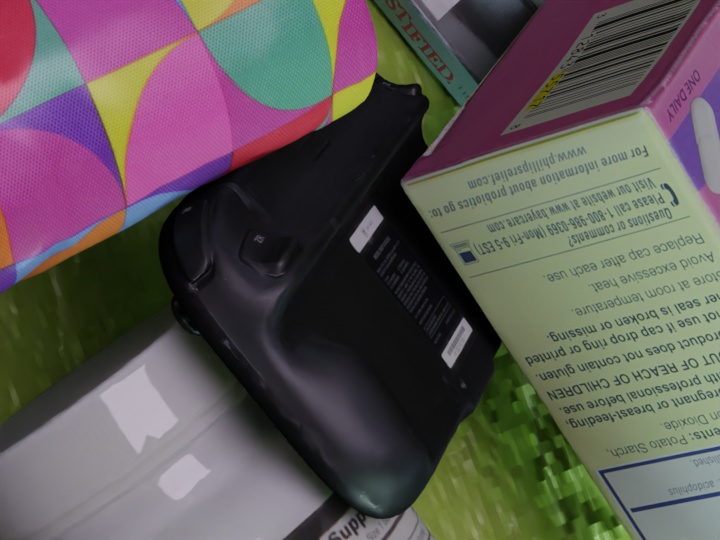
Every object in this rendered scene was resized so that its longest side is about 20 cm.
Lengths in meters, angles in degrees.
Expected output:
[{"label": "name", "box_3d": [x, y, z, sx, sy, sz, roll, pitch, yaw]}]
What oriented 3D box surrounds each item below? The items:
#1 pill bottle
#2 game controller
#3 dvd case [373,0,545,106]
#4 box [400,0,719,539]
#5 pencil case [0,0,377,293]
[{"label": "pill bottle", "box_3d": [-0.023, 0.113, 0.836, 0.116, 0.116, 0.200, -39, 97, -28]}, {"label": "game controller", "box_3d": [0.000, 0.000, 0.860, 0.105, 0.042, 0.200, 59, 21, -10]}, {"label": "dvd case", "box_3d": [0.098, -0.119, 1.006, 0.146, 0.022, 0.200, 49, 61, -9]}, {"label": "box", "box_3d": [0.135, -0.009, 0.913, 0.200, 0.096, 0.176, 57, 45, -19]}, {"label": "pencil case", "box_3d": [-0.091, -0.043, 0.771, 0.200, 0.088, 0.089, -31, 94, -28]}]
